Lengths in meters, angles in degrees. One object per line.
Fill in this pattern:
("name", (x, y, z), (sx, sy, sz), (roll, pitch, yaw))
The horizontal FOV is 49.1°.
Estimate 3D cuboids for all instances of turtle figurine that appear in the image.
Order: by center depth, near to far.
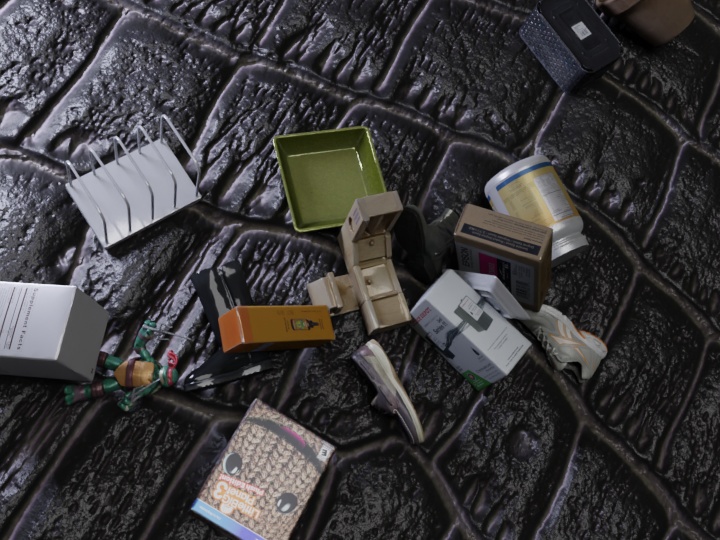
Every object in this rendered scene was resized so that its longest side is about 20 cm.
("turtle figurine", (-0.374, 0.168, 1.285), (0.198, 0.101, 0.151), (-2, 55, 0))

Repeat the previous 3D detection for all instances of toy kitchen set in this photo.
("toy kitchen set", (0.000, 0.000, 1.403), (0.162, 0.181, 0.202), (-13, 73, -18))

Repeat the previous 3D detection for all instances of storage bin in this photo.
("storage bin", (0.472, -0.516, 1.768), (0.135, 0.094, 0.201), (-32, 80, -23))

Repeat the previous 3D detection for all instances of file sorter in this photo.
("file sorter", (-0.398, -0.161, 1.384), (0.199, 0.125, 0.139), (-32, 80, -23))

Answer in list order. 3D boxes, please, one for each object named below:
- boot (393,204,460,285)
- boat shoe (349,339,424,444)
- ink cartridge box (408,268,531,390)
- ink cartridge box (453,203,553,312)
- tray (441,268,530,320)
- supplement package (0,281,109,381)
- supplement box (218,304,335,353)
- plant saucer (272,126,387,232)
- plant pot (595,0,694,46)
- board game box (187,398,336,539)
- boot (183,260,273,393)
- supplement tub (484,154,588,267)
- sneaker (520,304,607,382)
("boot", (0.134, -0.079, 1.480), (0.067, 0.201, 0.131), (25, 61, 34))
("boat shoe", (0.047, 0.223, 1.399), (0.064, 0.072, 0.201), (-27, 82, -10))
("ink cartridge box", (0.189, 0.110, 1.434), (0.200, 0.147, 0.083), (43, 67, 4))
("ink cartridge box", (0.264, -0.020, 1.447), (0.163, 0.201, 0.076), (18, 66, 21))
("tray", (0.219, 0.047, 1.427), (0.022, 0.200, 0.107), (-47, 108, -12))
("supplement package", (-0.517, 0.094, 1.225), (0.198, 0.121, 0.121), (3, 67, 10))
("supplement box", (-0.140, 0.100, 1.351), (0.199, 0.069, 0.067), (1, 68, -40))
("plant saucer", (-0.057, -0.170, 1.522), (0.198, 0.048, 0.202), (-10, 73, -18))
("plant pot", (0.677, -0.622, 1.826), (0.175, 0.200, 0.201), (45, 65, -14))
("board game box", (-0.159, 0.341, 1.280), (0.159, 0.097, 0.201), (31, 65, -3))
("boot", (-0.252, 0.095, 1.358), (0.164, 0.066, 0.202), (-13, 80, -32))
("supplement tub", (0.349, -0.110, 1.558), (0.144, 0.145, 0.201), (-21, 77, -21))
("sneaker", (0.377, 0.139, 1.516), (0.199, 0.076, 0.092), (32, 70, -1))
